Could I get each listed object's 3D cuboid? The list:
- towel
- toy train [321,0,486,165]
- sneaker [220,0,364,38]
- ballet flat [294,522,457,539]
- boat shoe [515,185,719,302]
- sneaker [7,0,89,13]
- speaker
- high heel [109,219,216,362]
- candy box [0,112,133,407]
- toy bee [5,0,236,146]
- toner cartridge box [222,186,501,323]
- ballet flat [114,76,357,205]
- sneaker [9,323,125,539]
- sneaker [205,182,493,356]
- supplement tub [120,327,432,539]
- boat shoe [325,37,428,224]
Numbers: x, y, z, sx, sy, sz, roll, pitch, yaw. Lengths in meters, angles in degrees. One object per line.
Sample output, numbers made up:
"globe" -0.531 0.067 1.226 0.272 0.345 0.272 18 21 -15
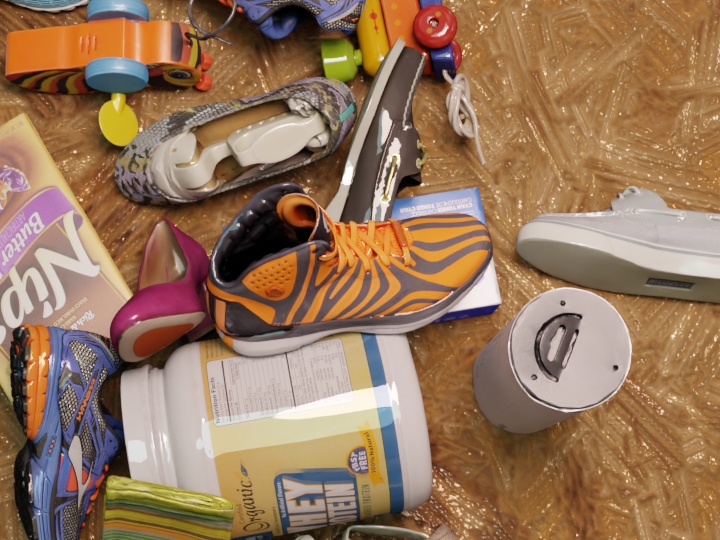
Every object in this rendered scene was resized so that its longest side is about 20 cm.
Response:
"towel" -0.140 0.226 0.908 0.086 0.018 0.200 11 122 -1
"toy train" 0.022 -0.167 1.038 0.115 0.085 0.200 -12 79 6
"sneaker" -0.079 -0.216 1.006 0.200 0.075 0.079 9 101 36
"ballet flat" -0.017 0.220 0.951 0.200 0.068 0.067 -6 72 -23
"boat shoe" 0.219 -0.025 1.025 0.200 0.070 0.072 9 67 -4
"sneaker" -0.278 -0.250 1.034 0.200 0.090 0.079 -6 79 -5
"speaker" 0.128 0.067 0.927 0.081 0.200 0.081 0 78 -2
"high heel" -0.149 0.008 0.934 0.067 0.200 0.096 -31 86 4
"candy box" -0.251 -0.003 1.001 0.117 0.056 0.200 -31 83 -9
"toy bee" -0.167 -0.158 1.025 0.200 0.109 0.131 17 86 26
"toner cartridge box" 0.000 0.000 1.017 0.200 0.043 0.095 -10 79 -4
"ballet flat" -0.099 -0.091 0.989 0.200 0.072 0.072 -18 79 13
"sneaker" -0.202 0.134 0.941 0.078 0.075 0.200 -5 110 -22
"sneaker" -0.005 -0.011 0.870 0.200 0.112 0.078 -19 56 -11
"supplement tub" -0.059 0.113 0.939 0.200 0.145 0.145 -10 79 -4
"boat shoe" 0.015 -0.070 0.979 0.060 0.072 0.202 19 83 -1
